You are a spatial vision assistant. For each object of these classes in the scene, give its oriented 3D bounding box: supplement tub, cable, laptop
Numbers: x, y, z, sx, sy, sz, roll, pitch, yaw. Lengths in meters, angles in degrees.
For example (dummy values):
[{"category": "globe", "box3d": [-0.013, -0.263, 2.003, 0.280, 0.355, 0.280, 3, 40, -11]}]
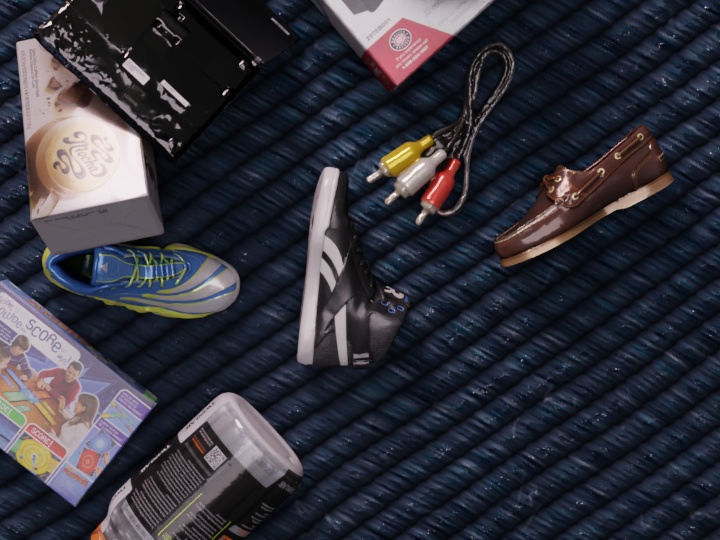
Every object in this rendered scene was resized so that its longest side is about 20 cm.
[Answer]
[{"category": "supplement tub", "box3d": [-0.163, 0.228, 1.409, 0.200, 0.123, 0.123, -43, 94, 1]}, {"category": "cable", "box3d": [0.101, -0.133, 1.428, 0.097, 0.050, 0.200, 40, 93, -5]}, {"category": "laptop", "box3d": [-0.180, -0.225, 1.367, 0.177, 0.103, 0.200, 42, 80, -3]}]

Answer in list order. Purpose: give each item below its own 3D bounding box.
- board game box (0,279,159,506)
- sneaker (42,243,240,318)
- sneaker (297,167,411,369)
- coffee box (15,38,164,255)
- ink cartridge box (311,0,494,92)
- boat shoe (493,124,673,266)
[{"category": "board game box", "box3d": [-0.324, 0.124, 1.439, 0.200, 0.034, 0.136, 39, 91, -4]}, {"category": "sneaker", "box3d": [-0.220, 0.010, 1.400, 0.198, 0.105, 0.076, 6, 95, -1]}, {"category": "sneaker", "box3d": [0.000, 0.000, 1.429, 0.111, 0.073, 0.202, 6, 102, -5]}, {"category": "coffee box", "box3d": [-0.259, -0.128, 1.360, 0.112, 0.080, 0.201, -11, 64, 0]}, {"category": "ink cartridge box", "box3d": [0.020, -0.300, 1.398, 0.146, 0.083, 0.200, -41, 94, 1]}, {"category": "boat shoe", "box3d": [0.215, -0.076, 1.427, 0.199, 0.070, 0.071, -30, 101, -8]}]
